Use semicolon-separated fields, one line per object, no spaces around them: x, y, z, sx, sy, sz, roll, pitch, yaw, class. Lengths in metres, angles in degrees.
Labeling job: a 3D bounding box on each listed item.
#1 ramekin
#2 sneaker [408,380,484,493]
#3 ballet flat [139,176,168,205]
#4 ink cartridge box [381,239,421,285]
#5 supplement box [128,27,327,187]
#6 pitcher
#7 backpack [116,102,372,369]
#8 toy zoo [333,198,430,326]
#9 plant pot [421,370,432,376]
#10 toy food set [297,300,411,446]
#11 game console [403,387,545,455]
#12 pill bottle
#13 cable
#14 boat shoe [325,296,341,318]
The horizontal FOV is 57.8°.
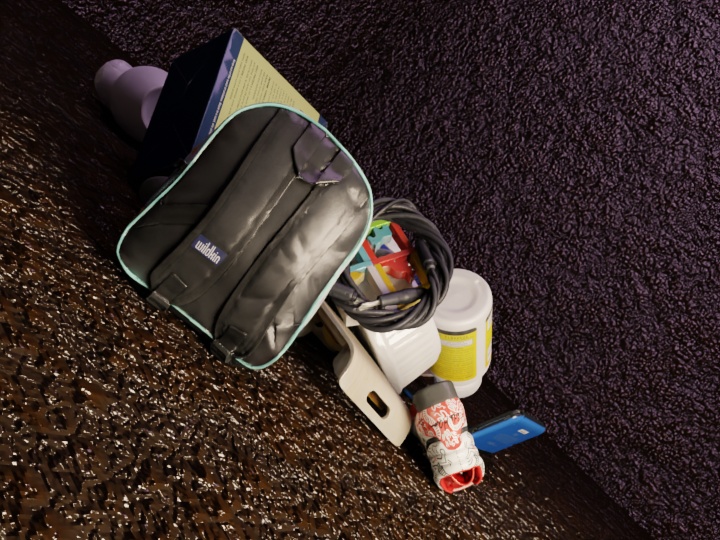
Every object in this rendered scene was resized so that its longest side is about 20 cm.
0.036;0.064;0.912;0.206;0.092;0.203;62;-8;15;ramekin
0.099;0.211;0.782;0.202;0.065;0.110;83;-10;-67;sneaker
-0.169;-0.038;0.759;0.198;0.067;0.065;32;31;-25;ballet flat
0.047;0.000;1.035;0.199;0.094;0.038;42;42;-21;ink cartridge box
-0.170;-0.165;0.889;0.132;0.205;0.199;-8;-30;37;supplement box
-0.360;-0.269;1.123;0.198;0.121;0.173;29;-21;46;pitcher
-0.090;-0.041;0.586;0.175;0.201;0.153;39;4;-8;backpack
0.012;-0.006;0.831;0.021;0.128;0.202;96;-30;-48;toy zoo
0.101;0.095;1.315;0.186;0.189;0.199;39;-10;-21;plant pot
-0.025;0.106;0.772;0.144;0.060;0.200;53;-2;-38;toy food set
0.190;0.229;1.069;0.199;0.168;0.121;34;34;-58;game console
0.149;0.106;1.009;0.111;0.110;0.203;44;-25;40;pill bottle
0.039;-0.018;0.796;0.160;0.201;0.052;23;-40;14;cable
-0.075;0.033;0.977;0.202;0.069;0.093;60;24;-43;boat shoe
